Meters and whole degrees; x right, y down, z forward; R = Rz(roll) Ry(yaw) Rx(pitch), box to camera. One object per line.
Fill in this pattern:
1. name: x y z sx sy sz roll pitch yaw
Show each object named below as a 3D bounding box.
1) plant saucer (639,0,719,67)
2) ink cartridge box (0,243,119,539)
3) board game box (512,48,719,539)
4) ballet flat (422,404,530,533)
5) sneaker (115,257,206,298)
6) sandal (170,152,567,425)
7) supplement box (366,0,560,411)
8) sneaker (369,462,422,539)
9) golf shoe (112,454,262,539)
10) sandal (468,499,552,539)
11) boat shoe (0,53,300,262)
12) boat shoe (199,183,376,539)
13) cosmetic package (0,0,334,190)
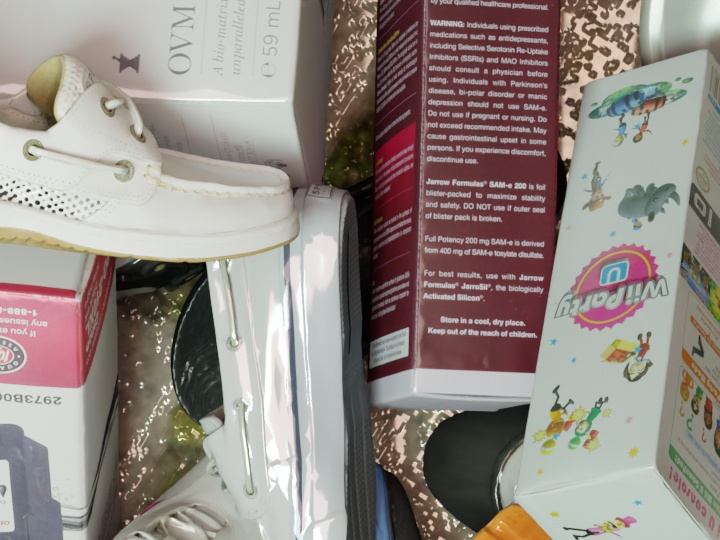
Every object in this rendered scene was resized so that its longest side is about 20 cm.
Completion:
1. plant saucer: 0.216 -0.105 1.120 0.199 0.050 0.201 -5 111 -13
2. ink cartridge box: -0.177 0.056 1.114 0.144 0.085 0.201 5 130 2
3. board game box: 0.134 0.038 1.071 0.064 0.148 0.201 -14 47 30
4. ballet flat: 0.122 0.103 1.152 0.199 0.068 0.068 16 90 6
5. sneaker: -0.130 -0.014 1.180 0.199 0.072 0.073 -20 78 0
6. sandal: 0.000 -0.001 1.169 0.200 0.048 0.075 -36 104 2
7. supplement box: 0.042 -0.045 1.105 0.061 0.109 0.201 2 85 -9
8. sneaker: 0.032 0.179 1.161 0.071 0.082 0.200 -40 66 42
9. golf shoe: -0.074 0.134 1.114 0.072 0.092 0.200 23 58 16
10. sandal: 0.040 0.157 1.097 0.206 0.059 0.079 -39 95 -12
11. boat shoe: -0.110 -0.045 1.006 0.199 0.071 0.070 4 100 -29
12. boat shoe: -0.032 0.065 1.105 0.066 0.074 0.201 0 93 11
13. cosmetic package: -0.114 -0.133 1.129 0.199 0.123 0.200 0 66 6
